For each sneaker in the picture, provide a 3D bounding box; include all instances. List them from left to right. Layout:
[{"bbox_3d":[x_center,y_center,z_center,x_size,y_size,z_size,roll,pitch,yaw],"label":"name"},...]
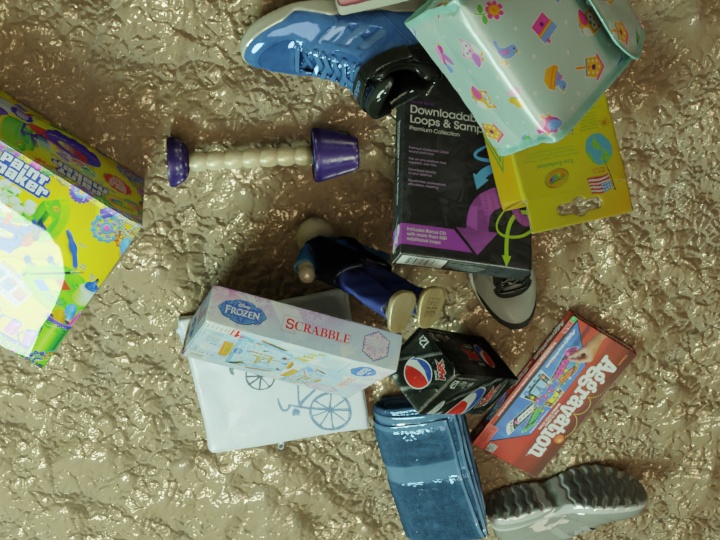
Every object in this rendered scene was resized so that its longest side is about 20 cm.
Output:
[{"bbox_3d":[-0.016,-0.203,1.300,0.197,0.112,0.077,-8,152,-9],"label":"sneaker"},{"bbox_3d":[0.154,-0.018,1.443,0.073,0.080,0.202,-16,119,-2],"label":"sneaker"},{"bbox_3d":[0.255,0.297,1.627,0.197,0.075,0.083,-9,127,8],"label":"sneaker"}]

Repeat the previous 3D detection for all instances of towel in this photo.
[{"bbox_3d":[0.084,0.237,1.565,0.110,0.049,0.202,-8,119,14],"label":"towel"}]

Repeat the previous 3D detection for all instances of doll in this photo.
[{"bbox_3d":[0.000,0.000,1.363,0.135,0.199,0.049,-6,117,-40],"label":"doll"}]

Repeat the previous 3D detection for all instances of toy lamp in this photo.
[{"bbox_3d":[-0.100,-0.117,1.370,0.197,0.058,0.059,-2,117,-4],"label":"toy lamp"}]

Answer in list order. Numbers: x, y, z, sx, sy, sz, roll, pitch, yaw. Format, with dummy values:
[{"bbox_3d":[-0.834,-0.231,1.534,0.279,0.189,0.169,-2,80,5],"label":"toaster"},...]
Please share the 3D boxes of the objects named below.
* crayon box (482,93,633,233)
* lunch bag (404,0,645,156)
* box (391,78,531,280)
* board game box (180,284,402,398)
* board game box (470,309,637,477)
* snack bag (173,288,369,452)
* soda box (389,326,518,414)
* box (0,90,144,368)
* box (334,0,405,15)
[{"bbox_3d":[0.189,-0.141,1.332,0.126,0.051,0.203,-11,84,-22],"label":"crayon box"},{"bbox_3d":[0.172,-0.236,1.245,0.200,0.122,0.171,-43,105,-21],"label":"lunch bag"},{"bbox_3d":[0.104,-0.098,1.347,0.141,0.203,0.036,7,159,-14],"label":"box"},{"bbox_3d":[-0.077,0.078,1.378,0.197,0.200,0.042,16,74,-12],"label":"board game box"},{"bbox_3d":[0.228,0.149,1.570,0.102,0.019,0.201,28,109,-21],"label":"board game box"},{"bbox_3d":[-0.097,0.119,1.506,0.197,0.021,0.191,-11,117,0],"label":"snack bag"},{"bbox_3d":[0.102,0.112,1.439,0.063,0.071,0.200,-44,158,14],"label":"soda box"},{"bbox_3d":[-0.351,-0.047,1.328,0.199,0.122,0.193,32,108,-21],"label":"box"},{"bbox_3d":[0.015,-0.321,1.186,0.108,0.200,0.129,-14,88,-1],"label":"box"}]
